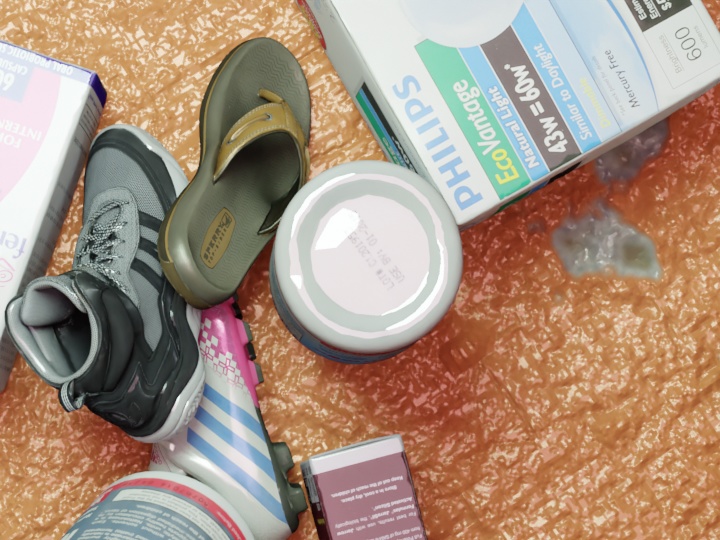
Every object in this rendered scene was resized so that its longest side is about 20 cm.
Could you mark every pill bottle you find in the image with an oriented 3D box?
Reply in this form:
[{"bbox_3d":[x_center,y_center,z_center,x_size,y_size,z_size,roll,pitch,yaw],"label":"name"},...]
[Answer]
[{"bbox_3d":[-0.145,0.212,1.548,0.119,0.200,0.120,9,116,18],"label":"pill bottle"},{"bbox_3d":[0.000,0.000,1.589,0.108,0.200,0.109,0,85,-3],"label":"pill bottle"}]

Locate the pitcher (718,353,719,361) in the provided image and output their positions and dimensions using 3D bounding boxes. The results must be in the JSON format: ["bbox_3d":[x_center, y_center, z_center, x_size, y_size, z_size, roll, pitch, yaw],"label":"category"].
[{"bbox_3d":[0.347,0.036,1.658,0.171,0.121,0.200,41,95,-20],"label":"pitcher"}]

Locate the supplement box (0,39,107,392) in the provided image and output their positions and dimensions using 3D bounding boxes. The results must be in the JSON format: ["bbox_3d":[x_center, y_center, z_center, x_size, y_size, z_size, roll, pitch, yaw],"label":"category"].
[{"bbox_3d":[-0.235,-0.037,1.630,0.101,0.103,0.201,18,86,0],"label":"supplement box"}]

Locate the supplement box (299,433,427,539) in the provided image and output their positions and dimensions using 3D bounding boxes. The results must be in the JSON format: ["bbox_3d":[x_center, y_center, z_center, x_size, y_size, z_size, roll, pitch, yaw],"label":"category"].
[{"bbox_3d":[0.018,0.204,1.619,0.061,0.109,0.201,-15,85,-6],"label":"supplement box"}]

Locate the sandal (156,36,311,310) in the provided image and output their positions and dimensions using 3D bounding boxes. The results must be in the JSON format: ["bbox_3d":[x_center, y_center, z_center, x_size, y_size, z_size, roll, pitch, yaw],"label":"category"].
[{"bbox_3d":[-0.066,-0.063,1.623,0.082,0.054,0.200,46,44,-24],"label":"sandal"}]

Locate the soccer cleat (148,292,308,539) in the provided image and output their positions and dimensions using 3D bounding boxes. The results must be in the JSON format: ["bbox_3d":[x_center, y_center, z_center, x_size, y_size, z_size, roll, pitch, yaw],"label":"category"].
[{"bbox_3d":[-0.099,0.079,1.642,0.086,0.070,0.201,-19,87,-5],"label":"soccer cleat"}]

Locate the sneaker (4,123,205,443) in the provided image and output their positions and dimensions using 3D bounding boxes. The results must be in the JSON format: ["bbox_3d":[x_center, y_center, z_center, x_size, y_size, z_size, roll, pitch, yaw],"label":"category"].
[{"bbox_3d":[-0.153,-0.002,1.587,0.075,0.114,0.201,-20,68,31],"label":"sneaker"}]

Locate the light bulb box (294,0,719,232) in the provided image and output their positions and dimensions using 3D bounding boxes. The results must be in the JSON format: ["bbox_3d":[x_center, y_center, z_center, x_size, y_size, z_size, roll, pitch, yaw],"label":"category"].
[{"bbox_3d":[0.089,-0.151,1.645,0.200,0.125,0.199,-30,88,-6],"label":"light bulb box"}]
